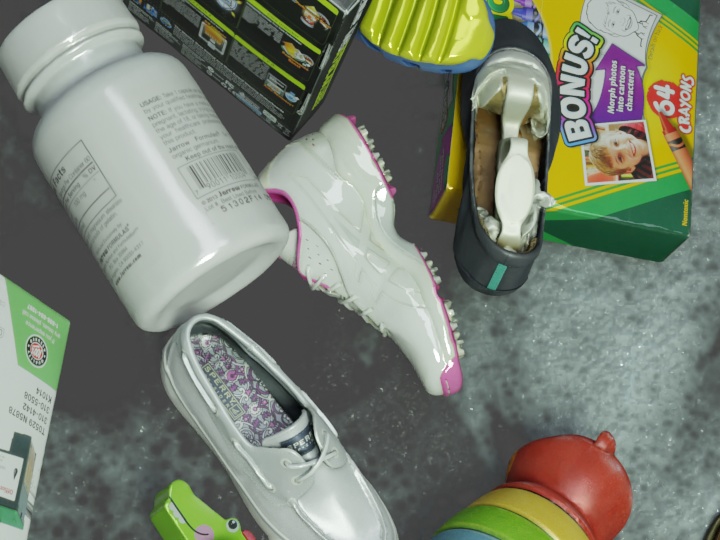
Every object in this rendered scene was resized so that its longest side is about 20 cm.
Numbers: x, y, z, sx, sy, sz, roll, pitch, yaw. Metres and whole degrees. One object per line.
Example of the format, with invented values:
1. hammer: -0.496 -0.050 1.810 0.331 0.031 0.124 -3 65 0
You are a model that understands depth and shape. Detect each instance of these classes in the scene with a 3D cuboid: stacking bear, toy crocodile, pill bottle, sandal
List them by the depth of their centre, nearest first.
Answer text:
1. toy crocodile: -0.057 0.209 1.102 0.062 0.068 0.200 -33 83 -28
2. stacking bear: 0.096 0.178 1.131 0.113 0.122 0.200 23 48 28
3. pill bottle: -0.141 -0.073 1.162 0.114 0.114 0.201 -29 79 -22
4. sandal: 0.006 -0.184 1.232 0.199 0.087 0.080 28 85 24

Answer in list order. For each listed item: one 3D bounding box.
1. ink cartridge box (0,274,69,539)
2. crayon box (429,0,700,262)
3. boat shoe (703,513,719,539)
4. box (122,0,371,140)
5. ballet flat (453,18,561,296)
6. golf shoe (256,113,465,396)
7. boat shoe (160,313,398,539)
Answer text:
1. ink cartridge box: -0.252 0.098 1.044 0.084 0.146 0.202 -5 65 26
2. crayon box: 0.144 -0.121 1.282 0.171 0.058 0.202 11 67 -10
3. boat shoe: 0.287 0.158 1.206 0.072 0.068 0.200 38 66 1
4. box: -0.092 -0.193 1.177 0.200 0.193 0.048 39 65 3
5. ballet flat: 0.099 -0.083 1.191 0.072 0.073 0.202 10 69 -10
6. golf shoe: 0.000 0.000 1.202 0.091 0.075 0.201 -25 75 -6
7. boat shoe: -0.046 0.107 1.141 0.072 0.069 0.201 -32 80 -23
